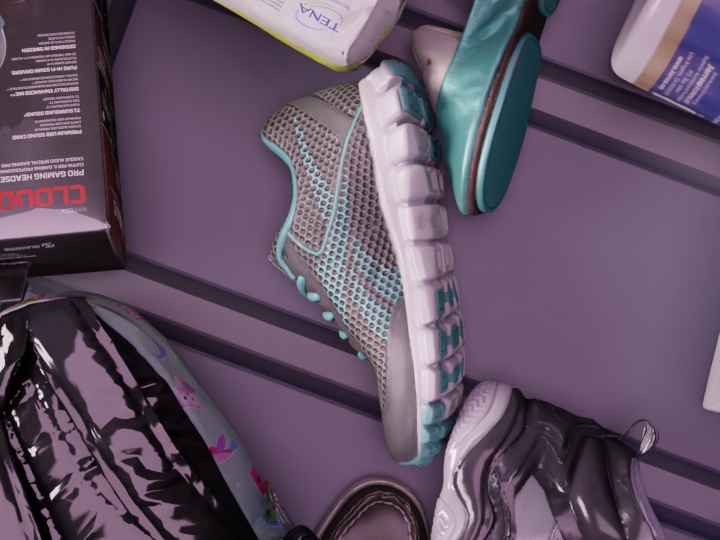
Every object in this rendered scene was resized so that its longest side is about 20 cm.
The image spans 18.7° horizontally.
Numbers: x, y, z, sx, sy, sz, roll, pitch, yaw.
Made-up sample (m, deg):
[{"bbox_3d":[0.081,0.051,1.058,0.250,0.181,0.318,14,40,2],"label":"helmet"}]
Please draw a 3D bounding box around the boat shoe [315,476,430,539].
[{"bbox_3d":[-0.008,0.203,1.088,0.071,0.061,0.202,15,89,-1],"label":"boat shoe"}]

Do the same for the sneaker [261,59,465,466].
[{"bbox_3d":[0.000,0.000,1.097,0.091,0.078,0.201,-9,85,15],"label":"sneaker"}]

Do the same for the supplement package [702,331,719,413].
[{"bbox_3d":[0.285,0.036,1.066,0.199,0.120,0.122,14,88,-1],"label":"supplement package"}]

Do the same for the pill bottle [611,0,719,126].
[{"bbox_3d":[0.234,-0.105,1.073,0.199,0.111,0.112,25,89,-1],"label":"pill bottle"}]

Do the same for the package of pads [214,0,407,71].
[{"bbox_3d":[-0.050,-0.153,1.025,0.154,0.200,0.068,29,94,0],"label":"package of pads"}]

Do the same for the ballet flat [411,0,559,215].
[{"bbox_3d":[0.065,-0.128,1.100,0.070,0.067,0.201,18,87,19],"label":"ballet flat"}]

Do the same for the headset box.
[{"bbox_3d":[-0.195,-0.078,1.064,0.148,0.077,0.201,-5,74,0],"label":"headset box"}]

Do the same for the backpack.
[{"bbox_3d":[-0.128,0.109,1.056,0.166,0.127,0.201,-30,91,-5],"label":"backpack"}]

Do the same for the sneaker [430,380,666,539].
[{"bbox_3d":[0.090,0.159,1.074,0.113,0.075,0.201,8,85,13],"label":"sneaker"}]
